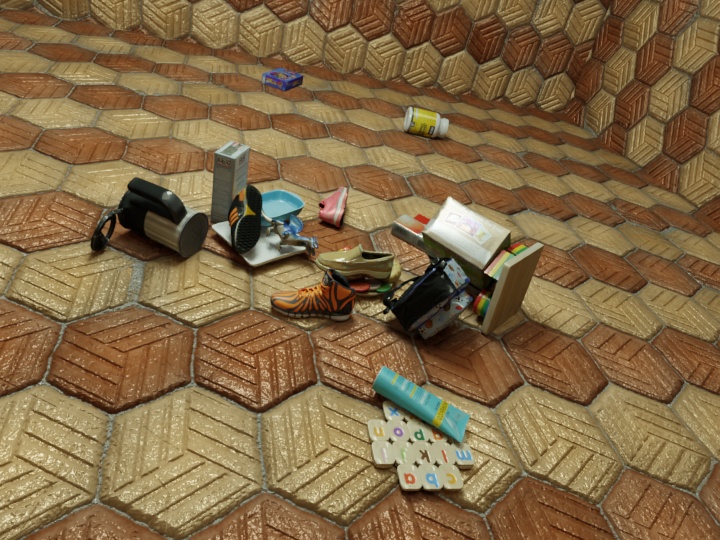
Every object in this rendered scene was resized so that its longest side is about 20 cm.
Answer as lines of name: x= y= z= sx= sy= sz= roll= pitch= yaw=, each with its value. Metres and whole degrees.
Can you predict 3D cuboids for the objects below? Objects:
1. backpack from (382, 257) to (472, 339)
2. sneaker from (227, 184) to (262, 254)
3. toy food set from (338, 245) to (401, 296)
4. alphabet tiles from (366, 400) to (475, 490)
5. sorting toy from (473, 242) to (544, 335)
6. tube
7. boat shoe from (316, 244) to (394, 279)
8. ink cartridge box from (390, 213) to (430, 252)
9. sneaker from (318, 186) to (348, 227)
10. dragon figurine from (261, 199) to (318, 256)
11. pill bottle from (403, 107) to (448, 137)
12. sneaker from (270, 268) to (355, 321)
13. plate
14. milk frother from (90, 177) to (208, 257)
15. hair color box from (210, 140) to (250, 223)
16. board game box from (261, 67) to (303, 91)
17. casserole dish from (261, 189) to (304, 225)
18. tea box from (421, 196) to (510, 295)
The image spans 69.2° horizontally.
backpack: x=0.180 y=0.057 z=1.242 sx=0.155 sy=0.199 sz=0.190 roll=52 pitch=30 yaw=0
sneaker: x=-0.305 y=-0.120 z=1.337 sx=0.069 sy=0.089 sz=0.204 roll=32 pitch=48 yaw=-40
toy food set: x=0.000 y=0.000 z=1.366 sx=0.197 sy=0.049 sz=0.198 roll=27 pitch=35 yaw=16
alphabet tiles: x=0.111 y=0.323 z=0.972 sx=0.195 sy=0.015 sz=0.197 roll=7 pitch=32 yaw=-15
sorting toy: x=0.368 y=0.033 z=1.336 sx=0.069 sy=0.204 sz=0.197 roll=31 pitch=35 yaw=30
tube: x=0.118 y=0.260 z=1.024 sx=0.197 sy=0.051 sz=0.078 roll=28 pitch=40 yaw=11
boat shoe: x=-0.011 y=-0.032 z=1.293 sx=0.195 sy=0.077 sz=0.072 roll=3 pitch=35 yaw=-18
ink cartridge box: x=0.211 y=-0.132 z=1.649 sx=0.160 sy=0.051 sz=0.199 roll=31 pitch=39 yaw=20
sneaker: x=-0.085 y=-0.211 z=1.615 sx=0.085 sy=0.075 sz=0.202 roll=12 pitch=33 yaw=-3
dragon figurine: x=-0.189 y=-0.106 z=1.365 sx=0.098 sy=0.060 sz=0.200 roll=-13 pitch=51 yaw=-42
pill bottle: x=0.308 y=-0.689 z=2.445 sx=0.195 sy=0.114 sz=0.113 roll=10 pitch=33 yaw=-9
sneaker: x=-0.105 y=0.046 z=1.194 sx=0.195 sy=0.114 sz=0.078 roll=5 pitch=34 yaw=-16
plate: x=-0.263 y=-0.080 z=1.385 sx=0.197 sy=0.033 sz=0.199 roll=-20 pitch=48 yaw=-42
milk frother: x=-0.502 y=-0.095 z=1.239 sx=0.185 sy=0.181 sz=0.203 roll=23 pitch=77 yaw=13
hair color box: x=-0.354 y=-0.234 z=1.415 sx=0.059 sy=0.203 sz=0.100 roll=18 pitch=32 yaw=4
board game box: x=-0.386 y=-0.954 z=2.598 sx=0.132 sy=0.045 sz=0.200 roll=23 pitch=34 yaw=10
casserole dish: x=-0.246 y=-0.175 z=1.471 sx=0.120 sy=0.039 sz=0.199 roll=31 pitch=34 yaw=24
tea box: x=0.288 y=-0.059 z=1.410 sx=0.199 sy=0.198 sz=0.134 roll=35 pitch=77 yaw=28
